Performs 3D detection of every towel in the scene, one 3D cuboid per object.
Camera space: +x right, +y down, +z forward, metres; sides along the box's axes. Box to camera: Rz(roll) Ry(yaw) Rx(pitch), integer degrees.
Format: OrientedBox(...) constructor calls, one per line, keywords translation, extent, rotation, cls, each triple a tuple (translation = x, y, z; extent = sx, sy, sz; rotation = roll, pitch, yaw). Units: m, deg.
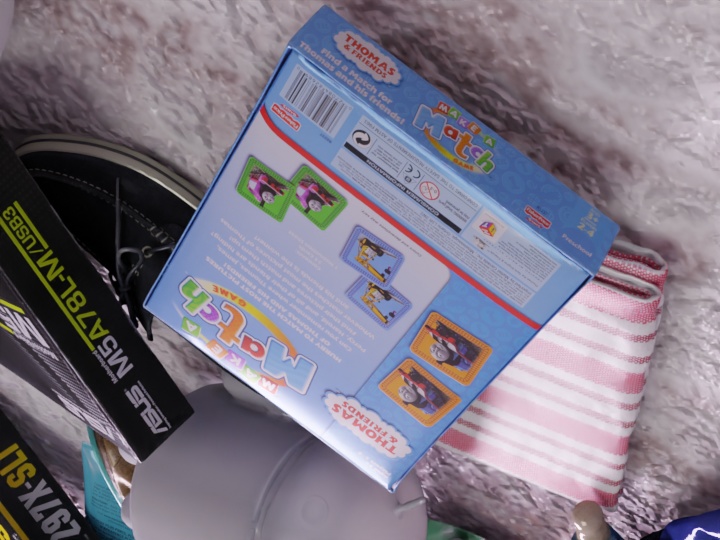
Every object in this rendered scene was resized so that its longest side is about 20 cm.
OrientedBox(translation=(0.067, 0.034, 0.811), extent=(0.145, 0.030, 0.201), rotation=(23, 147, 17), cls="towel")

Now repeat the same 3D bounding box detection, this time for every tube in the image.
OrientedBox(translation=(-0.159, 0.185, 1.175), extent=(0.077, 0.051, 0.201), rotation=(16, 141, 1), cls="tube")

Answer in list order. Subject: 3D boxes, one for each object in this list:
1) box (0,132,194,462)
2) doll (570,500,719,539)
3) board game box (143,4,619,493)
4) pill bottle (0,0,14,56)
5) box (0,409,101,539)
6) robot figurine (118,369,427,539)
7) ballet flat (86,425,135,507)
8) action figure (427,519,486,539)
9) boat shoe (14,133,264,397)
OrientedBox(translation=(-0.194, -0.006, 0.914), extent=(0.199, 0.047, 0.194), rotation=(23, 148, 51), cls="box")
OrientedBox(translation=(0.163, 0.150, 0.849), extent=(0.135, 0.049, 0.200), rotation=(26, 152, -7), cls="doll")
OrientedBox(translation=(0.000, 0.000, 0.753), extent=(0.151, 0.037, 0.200), rotation=(37, 139, 0), cls="board game box")
OrientedBox(translation=(-0.263, -0.128, 0.811), extent=(0.198, 0.113, 0.113), rotation=(3, 136, 39), cls="pill bottle")
OrientedBox(translation=(-0.238, 0.190, 1.193), extent=(0.201, 0.049, 0.160), rotation=(51, 145, 8), cls="box")
OrientedBox(translation=(-0.045, 0.128, 0.930), extent=(0.199, 0.112, 0.172), rotation=(15, 116, 39), cls="robot figurine")
OrientedBox(translation=(-0.113, 0.152, 1.073), extent=(0.071, 0.068, 0.202), rotation=(-15, 127, -4), cls="ballet flat")
OrientedBox(translation=(0.055, 0.217, 1.024), extent=(0.117, 0.055, 0.201), rotation=(26, 148, 12), cls="action figure")
OrientedBox(translation=(-0.099, -0.003, 0.873), extent=(0.199, 0.062, 0.075), rotation=(33, 148, 5), cls="boat shoe")
